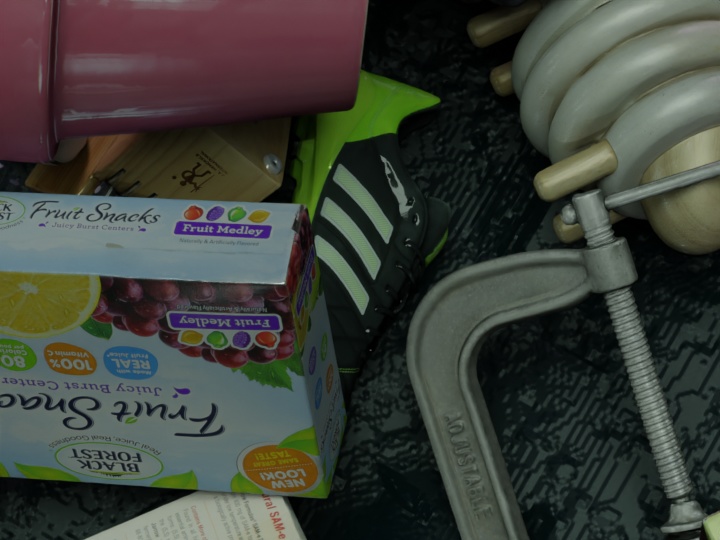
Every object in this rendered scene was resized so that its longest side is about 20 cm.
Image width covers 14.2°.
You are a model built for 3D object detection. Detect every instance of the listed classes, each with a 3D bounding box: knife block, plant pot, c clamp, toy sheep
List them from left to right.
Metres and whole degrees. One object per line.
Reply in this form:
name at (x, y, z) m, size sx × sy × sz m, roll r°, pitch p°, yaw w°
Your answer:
knife block at (-0.113, -0.046, 1.368) m, size 0.175 × 0.064 × 0.201 m, roll -33°, pitch 32°, yaw 31°
plant pot at (-0.085, -0.140, 1.224) m, size 0.178 × 0.200 × 0.201 m, roll 5°, pitch 73°, yaw -2°
c clamp at (0.107, 0.061, 1.296) m, size 0.170 × 0.027 × 0.201 m, roll -10°, pitch 98°, yaw 16°
toy sheep at (0.129, -0.094, 1.341) m, size 0.137 × 0.138 × 0.201 m, roll -21°, pitch 65°, yaw -3°

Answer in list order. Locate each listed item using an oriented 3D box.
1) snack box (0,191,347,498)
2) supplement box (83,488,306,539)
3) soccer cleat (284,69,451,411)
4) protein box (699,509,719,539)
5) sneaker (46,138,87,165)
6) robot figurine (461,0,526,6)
snack box at (-0.115, 0.032, 1.258) m, size 0.199 × 0.143 × 0.053 m, roll 3°, pitch 49°, yaw 12°
supplement box at (-0.104, 0.182, 1.270) m, size 0.199 × 0.074 × 0.126 m, roll -22°, pitch 36°, yaw -2°
soccer cleat at (0.000, 0.000, 1.354) m, size 0.081 × 0.068 × 0.201 m, roll 7°, pitch 73°, yaw -7°
protein box at (0.276, 0.169, 1.243) m, size 0.199 × 0.135 × 0.199 m, roll -24°, pitch 72°, yaw -3°
sneaker at (-0.202, -0.088, 1.375) m, size 0.200 × 0.073 × 0.071 m, roll 37°, pitch 94°, yaw 43°
robot figurine at (0.080, -0.204, 1.301) m, size 0.150 × 0.125 × 0.200 m, roll -19°, pitch 28°, yaw 36°
